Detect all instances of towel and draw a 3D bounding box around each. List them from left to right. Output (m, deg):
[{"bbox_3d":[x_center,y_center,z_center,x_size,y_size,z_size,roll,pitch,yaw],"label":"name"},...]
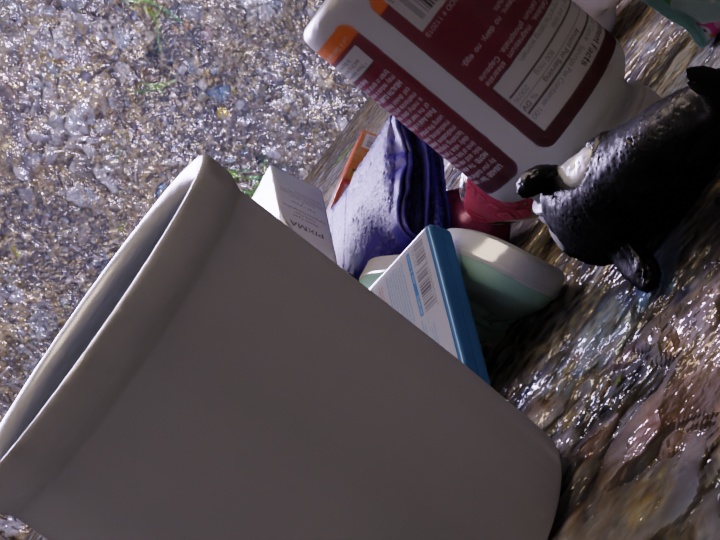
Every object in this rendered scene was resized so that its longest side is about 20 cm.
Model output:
[{"bbox_3d":[0.000,0.000,1.068,0.201,0.049,0.149,-55,21,36],"label":"towel"}]

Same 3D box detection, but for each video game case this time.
[{"bbox_3d":[0.000,0.091,0.832,0.200,0.018,0.144,-47,41,36],"label":"video game case"}]

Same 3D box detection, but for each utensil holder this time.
[{"bbox_3d":[-0.037,0.078,0.649,0.171,0.199,0.170,-51,12,15],"label":"utensil holder"}]

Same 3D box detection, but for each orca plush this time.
[{"bbox_3d":[0.141,-0.028,0.703,0.104,0.072,0.200,-6,-13,-28],"label":"orca plush"}]

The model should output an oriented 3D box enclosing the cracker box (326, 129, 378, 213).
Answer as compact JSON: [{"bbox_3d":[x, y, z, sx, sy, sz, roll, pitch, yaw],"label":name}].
[{"bbox_3d":[-0.018,-0.002,1.282,0.134,0.057,0.202,-72,4,-67],"label":"cracker box"}]

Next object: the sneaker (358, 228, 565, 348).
[{"bbox_3d":[0.043,0.047,0.870,0.200,0.073,0.119,-18,49,65],"label":"sneaker"}]

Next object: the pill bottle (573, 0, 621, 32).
[{"bbox_3d":[0.137,-0.198,1.230,0.200,0.104,0.105,-43,12,52],"label":"pill bottle"}]

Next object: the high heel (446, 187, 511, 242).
[{"bbox_3d":[0.070,-0.042,1.090,0.097,0.067,0.200,-54,19,15],"label":"high heel"}]

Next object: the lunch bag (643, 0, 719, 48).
[{"bbox_3d":[0.228,-0.261,0.921,0.171,0.121,0.201,-48,15,36],"label":"lunch bag"}]

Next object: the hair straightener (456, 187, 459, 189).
[{"bbox_3d":[0.080,-0.067,1.205,0.077,0.041,0.200,-56,3,-27],"label":"hair straightener"}]

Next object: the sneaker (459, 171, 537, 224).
[{"bbox_3d":[0.110,-0.092,0.998,0.074,0.081,0.201,-35,16,42],"label":"sneaker"}]

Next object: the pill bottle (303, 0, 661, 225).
[{"bbox_3d":[0.076,-0.112,0.853,0.115,0.199,0.114,-50,8,10],"label":"pill bottle"}]

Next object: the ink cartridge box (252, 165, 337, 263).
[{"bbox_3d":[-0.072,0.044,1.004,0.161,0.047,0.201,-58,19,21],"label":"ink cartridge box"}]
